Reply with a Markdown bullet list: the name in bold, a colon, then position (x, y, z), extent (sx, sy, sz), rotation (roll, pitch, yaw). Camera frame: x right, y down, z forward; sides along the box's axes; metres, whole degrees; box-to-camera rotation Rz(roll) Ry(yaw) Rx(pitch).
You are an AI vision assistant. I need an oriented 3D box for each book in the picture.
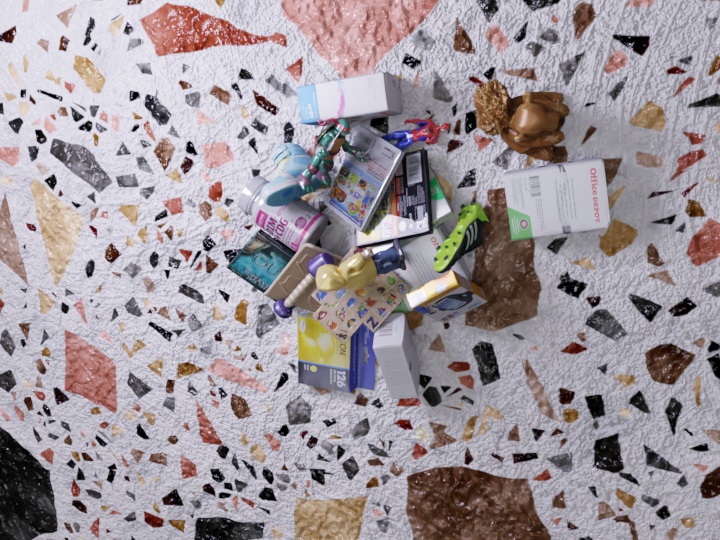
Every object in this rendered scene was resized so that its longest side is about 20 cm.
- **book**: position (0.102, -0.129, 1.370), extent (0.200, 0.048, 0.134), rotation (-31, 57, 19)

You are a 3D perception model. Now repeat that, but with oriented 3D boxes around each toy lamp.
- **toy lamp**: position (-0.130, 0.032, 1.391), extent (0.058, 0.058, 0.200), rotation (47, 122, 2)

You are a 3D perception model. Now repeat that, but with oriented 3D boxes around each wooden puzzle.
- **wooden puzzle**: position (-0.109, 0.018, 1.456), extent (0.185, 0.046, 0.200), rotation (22, 127, -34)

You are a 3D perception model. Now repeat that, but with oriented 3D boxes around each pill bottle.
- **pill bottle**: position (-0.189, -0.135, 1.455), extent (0.200, 0.113, 0.113), rotation (34, 111, 7)

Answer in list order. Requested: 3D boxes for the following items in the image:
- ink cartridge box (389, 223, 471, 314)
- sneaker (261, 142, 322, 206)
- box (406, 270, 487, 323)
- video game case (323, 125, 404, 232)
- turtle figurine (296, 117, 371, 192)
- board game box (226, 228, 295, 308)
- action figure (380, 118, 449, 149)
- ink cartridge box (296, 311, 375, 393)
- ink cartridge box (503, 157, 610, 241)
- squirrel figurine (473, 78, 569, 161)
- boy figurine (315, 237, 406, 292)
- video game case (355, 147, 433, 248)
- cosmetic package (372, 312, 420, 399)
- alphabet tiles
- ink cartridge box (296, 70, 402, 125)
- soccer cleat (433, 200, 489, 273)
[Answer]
- **ink cartridge box**: position (0.136, -0.001, 1.403), extent (0.200, 0.088, 0.146), rotation (-29, 94, 23)
- **sneaker**: position (-0.182, -0.228, 1.398), extent (0.131, 0.200, 0.080), rotation (50, 132, 9)
- **box**: position (0.201, 0.065, 1.347), extent (0.119, 0.200, 0.042), rotation (-30, 60, 23)
- **video game case**: position (0.004, -0.206, 1.358), extent (0.143, 0.018, 0.200), rotation (40, 111, 35)
- **turtle figurine**: position (-0.058, -0.259, 1.309), extent (0.200, 0.149, 0.101), rotation (-48, 59, 43)
- **board game box**: position (-0.211, 0.002, 1.499), extent (0.200, 0.028, 0.135), rotation (36, 116, -19)
- **action figure**: position (0.096, -0.295, 1.338), extent (0.200, 0.099, 0.065), rotation (-13, 91, 17)
- **ink cartridge box**: position (-0.063, 0.212, 1.532), extent (0.200, 0.047, 0.198), rotation (8, 111, 17)
- **ink cartridge box**: position (0.415, -0.152, 1.281), extent (0.200, 0.084, 0.146), rotation (-6, 101, 18)
- **squirrel figurine**: position (0.317, -0.305, 1.218), extent (0.200, 0.187, 0.142), rotation (18, 108, 12)
- **boy figurine**: position (0.000, 0.000, 1.317), extent (0.200, 0.124, 0.065), rotation (-19, 58, 0)
- **video game case**: position (0.071, -0.161, 1.357), extent (0.180, 0.025, 0.201), rotation (-11, 72, 26)
- **cosmetic package**: position (0.088, 0.204, 1.417), extent (0.074, 0.102, 0.200), rotation (-7, 133, 16)
- **alphabet tiles**: position (-0.009, 0.062, 1.376), extent (0.167, 0.008, 0.200), rotation (41, 92, 12)
- **ink cartridge box**: position (-0.019, -0.374, 1.326), extent (0.200, 0.145, 0.085), rotation (-6, 100, 18)
- **soccer cleat**: position (0.226, -0.063, 1.314), extent (0.081, 0.200, 0.067), rotation (46, 151, -25)
